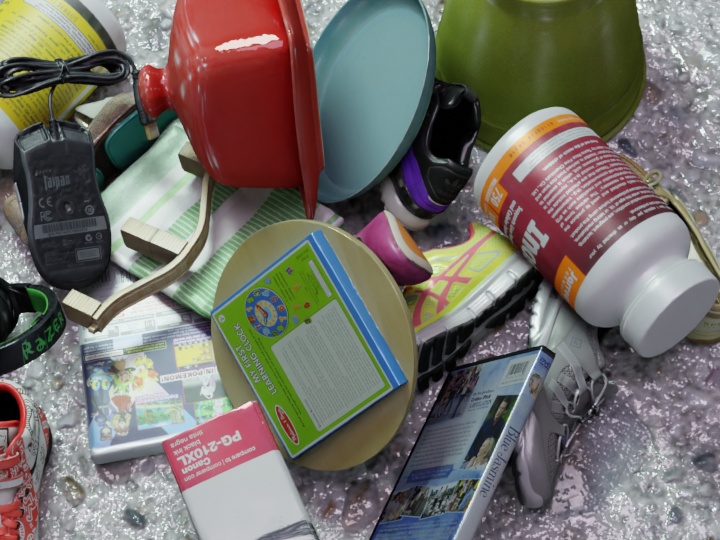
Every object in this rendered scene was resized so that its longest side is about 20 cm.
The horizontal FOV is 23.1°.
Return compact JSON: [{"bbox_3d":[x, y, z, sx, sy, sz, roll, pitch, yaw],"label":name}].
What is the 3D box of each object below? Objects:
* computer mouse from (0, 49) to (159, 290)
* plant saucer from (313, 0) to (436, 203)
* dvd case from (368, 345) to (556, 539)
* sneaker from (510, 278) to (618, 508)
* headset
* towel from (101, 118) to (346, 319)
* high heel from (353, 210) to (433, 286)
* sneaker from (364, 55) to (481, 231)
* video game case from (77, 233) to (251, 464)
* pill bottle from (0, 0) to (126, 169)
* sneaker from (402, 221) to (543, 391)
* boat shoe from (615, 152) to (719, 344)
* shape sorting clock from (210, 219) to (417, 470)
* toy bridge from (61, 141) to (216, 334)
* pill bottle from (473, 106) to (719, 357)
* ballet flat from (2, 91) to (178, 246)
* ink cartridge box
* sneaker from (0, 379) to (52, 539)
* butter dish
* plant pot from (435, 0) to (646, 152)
[{"bbox_3d":[-0.236,-0.090,1.513,0.139,0.046,0.202,-15,93,-25],"label":"computer mouse"},{"bbox_3d":[0.005,-0.152,1.531,0.027,0.200,0.202,19,57,-33],"label":"plant saucer"},{"bbox_3d":[0.072,0.154,1.380,0.017,0.142,0.201,35,66,-18],"label":"dvd case"},{"bbox_3d":[0.167,0.098,1.430,0.081,0.075,0.202,9,64,9],"label":"sneaker"},{"bbox_3d":[-0.341,0.041,1.466,0.198,0.095,0.124,-4,28,28],"label":"headset"},{"bbox_3d":[-0.132,-0.040,1.528,0.199,0.023,0.153,31,63,24],"label":"towel"},{"bbox_3d":[0.000,0.000,1.431,0.096,0.200,0.068,-38,101,0],"label":"high heel"},{"bbox_3d":[0.063,-0.139,1.530,0.069,0.099,0.202,18,50,-34],"label":"sneaker"},{"bbox_3d":[-0.139,0.062,1.500,0.198,0.023,0.184,-9,62,-2],"label":"video game case"},{"bbox_3d":[-0.311,-0.166,1.576,0.112,0.113,0.200,32,69,18],"label":"pill bottle"},{"bbox_3d":[0.058,0.030,1.476,0.199,0.078,0.090,-34,65,-26],"label":"sneaker"},{"bbox_3d":[0.255,-0.032,1.498,0.073,0.063,0.201,-31,65,-11],"label":"boat shoe"},{"bbox_3d":[-0.038,0.059,1.398,0.198,0.039,0.202,6,101,31],"label":"shape sorting clock"},{"bbox_3d":[-0.171,-0.022,1.490,0.067,0.027,0.201,22,59,20],"label":"toy bridge"},{"bbox_3d":[0.192,-0.029,1.428,0.113,0.113,0.200,-34,62,-14],"label":"pill bottle"},{"bbox_3d":[-0.243,-0.108,1.569,0.067,0.068,0.200,34,68,22],"label":"ballet flat"},{"bbox_3d":[-0.070,0.224,1.341,0.084,0.145,0.201,-23,63,-7],"label":"ink cartridge box"},{"bbox_3d":[-0.289,0.188,1.395,0.066,0.108,0.203,1,63,4],"label":"sneaker"},{"bbox_3d":[-0.114,-0.160,1.484,0.146,0.201,0.201,-8,42,-4],"label":"butter dish"},{"bbox_3d":[0.157,-0.229,1.533,0.198,0.193,0.202,-2,63,3],"label":"plant pot"}]
